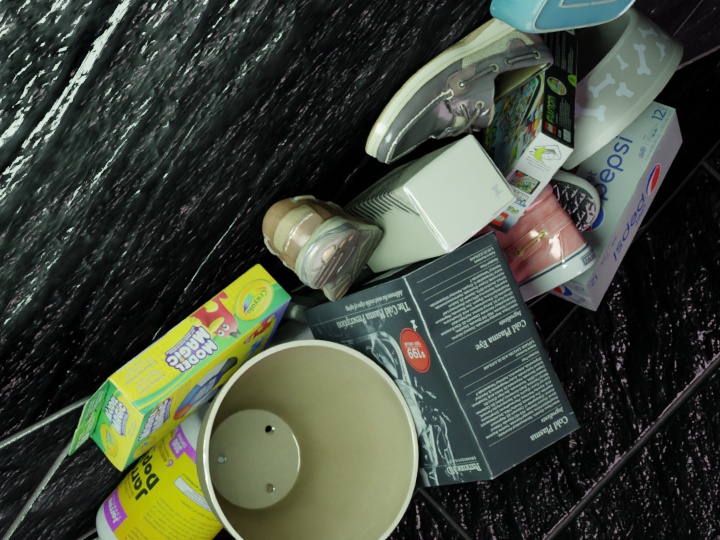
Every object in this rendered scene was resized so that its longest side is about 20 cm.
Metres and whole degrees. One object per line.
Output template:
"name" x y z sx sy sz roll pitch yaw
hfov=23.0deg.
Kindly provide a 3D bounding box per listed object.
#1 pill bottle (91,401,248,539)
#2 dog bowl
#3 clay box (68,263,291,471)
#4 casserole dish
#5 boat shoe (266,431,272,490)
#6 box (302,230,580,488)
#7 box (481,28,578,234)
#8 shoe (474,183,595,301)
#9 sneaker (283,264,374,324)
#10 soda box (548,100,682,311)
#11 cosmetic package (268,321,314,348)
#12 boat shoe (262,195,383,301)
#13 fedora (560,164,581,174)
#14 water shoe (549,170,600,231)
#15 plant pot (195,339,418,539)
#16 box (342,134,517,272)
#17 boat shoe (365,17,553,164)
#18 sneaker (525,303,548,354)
"pill bottle" -0.185 0.229 1.704 0.200 0.104 0.104 -49 168 14
"dog bowl" 0.212 -0.173 1.689 0.200 0.059 0.200 -40 -166 12
"clay box" -0.151 0.088 1.472 0.200 0.048 0.115 -40 168 -31
"casserole dish" 0.189 -0.247 1.469 0.199 0.039 0.122 -17 148 -48
"boat shoe" -0.109 0.197 1.805 0.071 0.066 0.200 3 176 -24
"box" 0.066 0.084 1.530 0.104 0.183 0.200 -27 -177 -28
"box" 0.148 -0.136 1.563 0.110 0.034 0.201 -53 -163 37
"shoe" 0.113 -0.005 1.619 0.199 0.092 0.071 -29 -176 31
"sneaker" 0.002 0.000 1.687 0.199 0.060 0.105 5 96 -41
"soda box" 0.237 -0.068 1.700 0.201 0.063 0.068 -61 155 -14
"cosmetic package" -0.004 0.070 1.770 0.071 0.102 0.200 -12 -163 47
"boat shoe" -0.033 -0.026 1.450 0.076 0.072 0.200 -53 169 -2
"fedora" 0.170 -0.074 1.788 0.199 0.082 0.201 -29 -158 13
"water shoe" 0.124 -0.070 1.663 0.079 0.198 0.072 -85 171 -63
"plant pot" -0.071 0.163 1.546 0.187 0.188 0.200 -42 -173 -19
"box" 0.051 -0.053 1.502 0.082 0.069 0.200 -38 -174 -18
"boat shoe" 0.086 -0.146 1.468 0.200 0.065 0.072 -40 167 -31
"sneaker" 0.123 0.061 1.796 0.079 0.076 0.200 -28 145 24
